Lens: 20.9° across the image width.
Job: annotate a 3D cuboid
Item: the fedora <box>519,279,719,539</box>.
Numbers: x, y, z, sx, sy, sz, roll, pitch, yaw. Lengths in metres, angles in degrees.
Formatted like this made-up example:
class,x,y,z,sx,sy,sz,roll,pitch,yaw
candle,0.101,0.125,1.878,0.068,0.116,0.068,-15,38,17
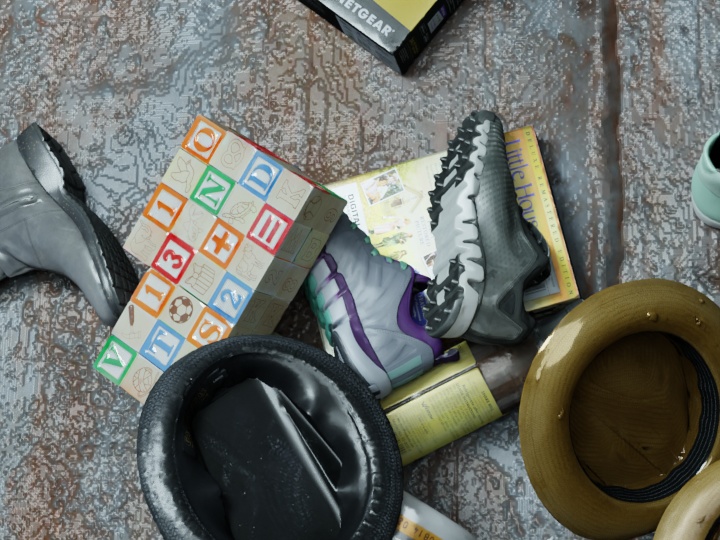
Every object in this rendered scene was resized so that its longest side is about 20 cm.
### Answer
class,x,y,z,sx,sy,sz,roll,pitch,yaw
fedora,0.182,0.092,1.381,0.201,0.201,0.082,-48,31,-4

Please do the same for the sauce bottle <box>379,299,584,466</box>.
class,x,y,z,sx,sy,sz,roll,pitch,yaw
sauce bottle,0.085,0.084,1.445,0.200,0.065,0.065,-25,72,3

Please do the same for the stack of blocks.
class,x,y,z,sx,sy,sz,roll,pitch,yaw
stack of blocks,-0.112,0.003,1.419,0.115,0.059,0.200,32,96,27

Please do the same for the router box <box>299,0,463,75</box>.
class,x,y,z,sx,sy,sz,roll,pitch,yaw
router box,0.004,-0.278,1.564,0.200,0.052,0.157,37,84,17

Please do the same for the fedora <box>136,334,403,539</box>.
class,x,y,z,sx,sy,sz,roll,pitch,yaw
fedora,-0.066,0.147,1.347,0.200,0.092,0.201,5,61,-9

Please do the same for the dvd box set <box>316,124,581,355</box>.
class,x,y,z,sx,sy,sz,roll,pitch,yaw
dvd box set,0.056,-0.016,1.495,0.200,0.029,0.147,-16,72,7

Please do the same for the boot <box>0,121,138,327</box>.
class,x,y,z,sx,sy,sz,roll,pitch,yaw
boot,-0.263,-0.008,1.542,0.132,0.070,0.200,-34,61,3

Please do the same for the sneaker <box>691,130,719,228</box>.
class,x,y,z,sx,sy,sz,roll,pitch,yaw
sneaker,0.341,-0.064,1.409,0.200,0.118,0.074,1,74,10

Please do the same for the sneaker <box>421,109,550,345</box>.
class,x,y,z,sx,sy,sz,roll,pitch,yaw
sneaker,0.099,-0.026,1.441,0.090,0.066,0.200,20,54,-20

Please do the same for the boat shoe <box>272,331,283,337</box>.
class,x,y,z,sx,sy,sz,roll,pitch,yaw
boat shoe,-0.087,0.079,1.473,0.071,0.063,0.200,-33,65,-29

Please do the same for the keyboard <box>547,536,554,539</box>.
class,x,y,z,sx,sy,sz,roll,pitch,yaw
keyboard,0.073,0.269,1.402,0.011,0.056,0.200,40,85,17

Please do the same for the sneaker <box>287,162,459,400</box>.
class,x,y,z,sx,sy,sz,roll,pitch,yaw
sneaker,0.000,0.000,1.454,0.087,0.074,0.200,-21,70,-9

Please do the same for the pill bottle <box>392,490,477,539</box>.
class,x,y,z,sx,sy,sz,roll,pitch,yaw
pill bottle,-0.009,0.252,1.391,0.116,0.116,0.200,29,82,16

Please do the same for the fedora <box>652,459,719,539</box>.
class,x,y,z,sx,sy,sz,roll,pitch,yaw
fedora,0.294,0.226,1.358,0.200,0.082,0.201,-2,76,10
